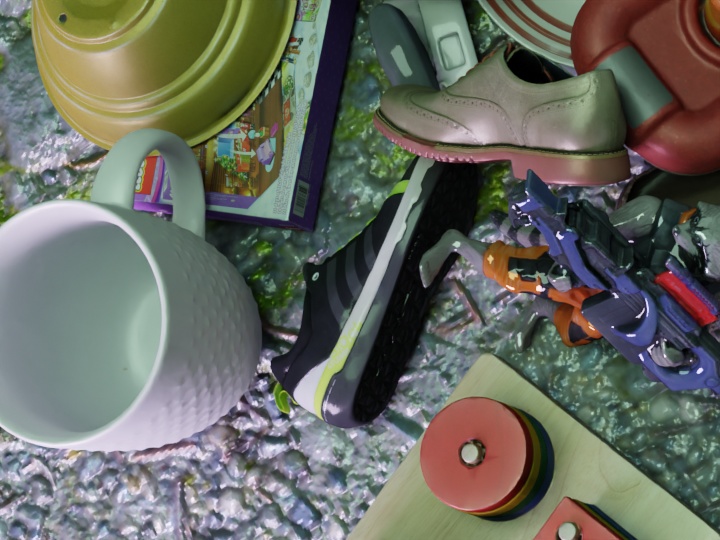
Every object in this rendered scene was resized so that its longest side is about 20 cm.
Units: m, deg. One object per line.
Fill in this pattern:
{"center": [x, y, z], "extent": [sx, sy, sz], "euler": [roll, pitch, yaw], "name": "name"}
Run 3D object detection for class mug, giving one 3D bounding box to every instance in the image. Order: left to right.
{"center": [-0.137, 0.012, 1.733], "extent": [0.147, 0.175, 0.201], "euler": [6, 88, 25], "name": "mug"}

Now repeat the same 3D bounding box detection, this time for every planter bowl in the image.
{"center": [-0.146, -0.180, 1.795], "extent": [0.200, 0.083, 0.201], "euler": [-6, 76, 27], "name": "planter bowl"}

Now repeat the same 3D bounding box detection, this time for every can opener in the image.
{"center": [0.026, -0.195, 1.769], "extent": [0.053, 0.067, 0.201], "euler": [-19, 78, 19], "name": "can opener"}

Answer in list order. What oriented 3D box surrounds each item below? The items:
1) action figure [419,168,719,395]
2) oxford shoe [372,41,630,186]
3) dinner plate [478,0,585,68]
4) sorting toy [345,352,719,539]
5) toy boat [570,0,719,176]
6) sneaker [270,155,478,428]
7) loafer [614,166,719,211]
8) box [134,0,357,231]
{"center": [0.132, -0.015, 1.610], "extent": [0.193, 0.200, 0.105], "euler": [-8, 49, 36], "name": "action figure"}
{"center": [0.084, -0.099, 1.652], "extent": [0.200, 0.070, 0.075], "euler": [13, 108, 45], "name": "oxford shoe"}
{"center": [0.156, -0.215, 1.717], "extent": [0.199, 0.024, 0.201], "euler": [-1, 77, 6], "name": "dinner plate"}
{"center": [0.080, 0.180, 1.665], "extent": [0.199, 0.070, 0.200], "euler": [38, 97, 26], "name": "sorting toy"}
{"center": [0.221, -0.154, 1.614], "extent": [0.200, 0.131, 0.131], "euler": [-36, 78, -9], "name": "toy boat"}
{"center": [0.000, 0.000, 1.739], "extent": [0.083, 0.072, 0.201], "euler": [25, 90, 29], "name": "sneaker"}
{"center": [0.238, -0.034, 1.635], "extent": [0.199, 0.071, 0.073], "euler": [4, 81, 26], "name": "loafer"}
{"center": [-0.078, -0.132, 1.820], "extent": [0.136, 0.039, 0.201], "euler": [8, 83, 27], "name": "box"}
